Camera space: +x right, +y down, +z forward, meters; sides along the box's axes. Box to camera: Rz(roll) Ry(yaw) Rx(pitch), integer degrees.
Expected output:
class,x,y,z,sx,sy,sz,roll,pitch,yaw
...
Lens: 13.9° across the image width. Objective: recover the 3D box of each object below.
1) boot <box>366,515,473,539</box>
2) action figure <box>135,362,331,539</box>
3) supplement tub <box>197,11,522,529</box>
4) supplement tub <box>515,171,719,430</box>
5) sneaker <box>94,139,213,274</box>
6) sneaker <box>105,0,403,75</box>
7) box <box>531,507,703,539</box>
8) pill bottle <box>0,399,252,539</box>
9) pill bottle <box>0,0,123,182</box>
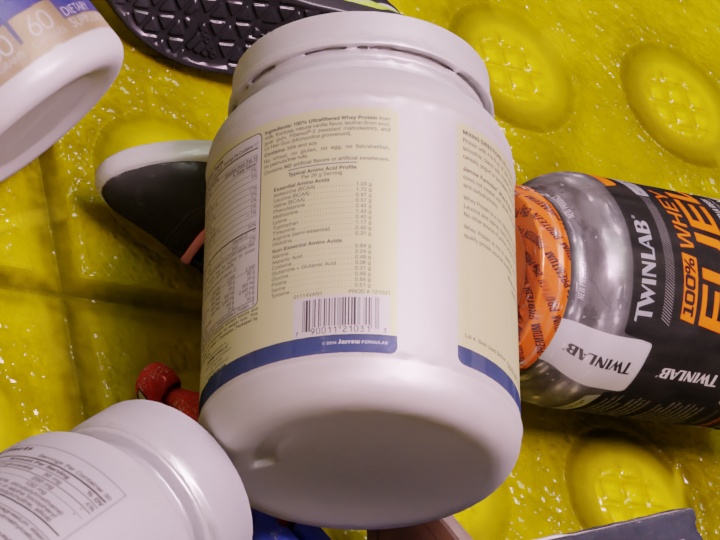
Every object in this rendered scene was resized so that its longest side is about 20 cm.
class,x,y,z,sx,sy,sz,roll,pitch,yaw
boot,0.094,0.186,1.411,0.146,0.070,0.201,-5,67,-45
action figure,-0.039,0.122,1.361,0.200,0.052,0.065,53,37,11
supplement tub,0.000,0.000,1.330,0.144,0.145,0.201,18,56,-28
supplement tub,0.142,0.016,1.537,0.199,0.123,0.123,8,54,-35
sneaker,-0.040,0.008,1.433,0.199,0.071,0.100,22,51,-22
sneaker,-0.057,-0.142,1.556,0.199,0.072,0.083,23,23,-26
box,0.062,0.223,1.249,0.199,0.124,0.198,-8,77,-35
pill bottle,-0.139,0.136,1.218,0.114,0.113,0.200,51,42,5
pill bottle,-0.212,-0.141,1.373,0.200,0.116,0.116,50,42,5
